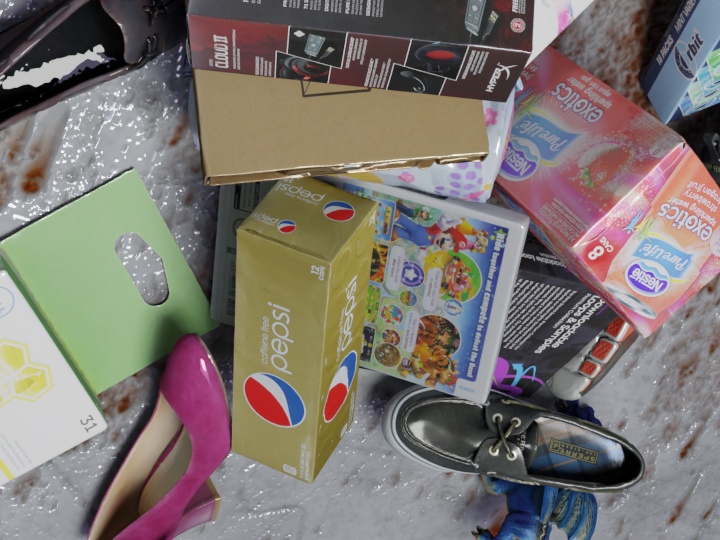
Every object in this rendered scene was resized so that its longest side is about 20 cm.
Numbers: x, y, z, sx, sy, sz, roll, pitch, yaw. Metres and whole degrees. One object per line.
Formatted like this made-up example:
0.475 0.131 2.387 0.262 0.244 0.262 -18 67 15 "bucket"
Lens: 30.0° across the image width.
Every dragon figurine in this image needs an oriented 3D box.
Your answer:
0.145 0.189 1.055 0.059 0.201 0.099 37 135 -28 "dragon figurine"

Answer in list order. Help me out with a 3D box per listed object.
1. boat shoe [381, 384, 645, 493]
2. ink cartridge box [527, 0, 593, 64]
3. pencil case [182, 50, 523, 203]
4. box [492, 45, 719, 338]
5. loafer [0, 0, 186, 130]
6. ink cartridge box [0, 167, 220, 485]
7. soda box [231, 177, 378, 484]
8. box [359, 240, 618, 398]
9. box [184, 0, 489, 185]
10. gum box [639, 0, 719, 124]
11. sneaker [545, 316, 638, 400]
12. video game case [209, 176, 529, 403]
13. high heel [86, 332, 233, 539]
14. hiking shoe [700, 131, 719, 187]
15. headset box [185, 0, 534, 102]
0.116 0.123 0.990 0.199 0.057 0.069 12 83 -14 "boat shoe"
0.099 -0.213 0.852 0.200 0.067 0.117 -43 125 5 "ink cartridge box"
-0.006 -0.101 0.814 0.199 0.083 0.091 11 77 0 "pencil case"
0.146 -0.061 0.877 0.095 0.200 0.103 -42 126 3 "box"
-0.155 -0.135 0.788 0.200 0.063 0.072 -31 125 -6 "loafer"
-0.202 0.043 0.879 0.199 0.048 0.146 -28 125 -5 "ink cartridge box"
-0.038 0.040 0.853 0.068 0.064 0.201 -54 158 -44 "soda box"
0.081 0.030 0.968 0.199 0.036 0.143 13 138 -28 "box"
-0.020 -0.152 0.769 0.163 0.021 0.201 -6 79 -7 "box"
0.307 -0.186 0.916 0.199 0.045 0.170 -21 163 -11 "gum box"
0.215 0.020 1.033 0.082 0.077 0.200 19 109 -37 "sneaker"
0.000 0.000 0.878 0.199 0.018 0.144 17 124 12 "video game case"
-0.145 0.125 0.926 0.096 0.067 0.200 -17 144 -25 "high heel"
0.317 -0.093 0.984 0.200 0.076 0.101 -30 130 -36 "hiking shoe"
-0.008 -0.181 0.725 0.199 0.075 0.149 6 76 -3 "headset box"
